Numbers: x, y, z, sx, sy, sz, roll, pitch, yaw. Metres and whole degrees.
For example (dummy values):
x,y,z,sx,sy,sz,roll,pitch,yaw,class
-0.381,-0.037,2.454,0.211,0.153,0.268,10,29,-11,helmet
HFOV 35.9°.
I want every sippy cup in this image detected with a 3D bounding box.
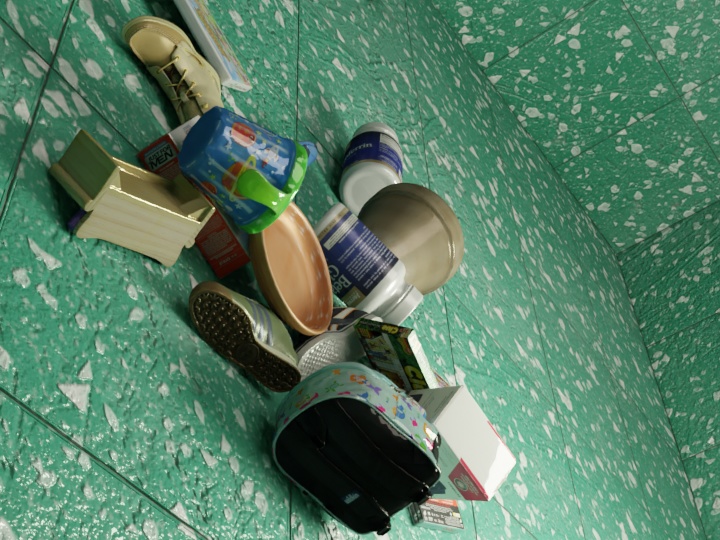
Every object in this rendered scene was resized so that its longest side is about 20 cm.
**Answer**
x,y,z,sx,sy,sz,roll,pitch,yaw,class
-0.159,-0.138,1.429,0.130,0.177,0.141,34,62,-29,sippy cup

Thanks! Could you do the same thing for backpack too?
x,y,z,sx,sy,sz,roll,pitch,yaw,class
-0.010,0.214,1.418,0.200,0.177,0.151,39,25,-23,backpack

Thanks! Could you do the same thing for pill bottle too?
x,y,z,sx,sy,sz,roll,pitch,yaw,class
0.000,0.000,1.735,0.200,0.111,0.111,44,22,-2,pill bottle
0.023,-0.193,2.084,0.116,0.115,0.201,50,23,-25,pill bottle

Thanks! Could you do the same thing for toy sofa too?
x,y,z,sx,sy,sz,roll,pitch,yaw,class
-0.277,-0.083,1.333,0.083,0.098,0.200,44,11,30,toy sofa

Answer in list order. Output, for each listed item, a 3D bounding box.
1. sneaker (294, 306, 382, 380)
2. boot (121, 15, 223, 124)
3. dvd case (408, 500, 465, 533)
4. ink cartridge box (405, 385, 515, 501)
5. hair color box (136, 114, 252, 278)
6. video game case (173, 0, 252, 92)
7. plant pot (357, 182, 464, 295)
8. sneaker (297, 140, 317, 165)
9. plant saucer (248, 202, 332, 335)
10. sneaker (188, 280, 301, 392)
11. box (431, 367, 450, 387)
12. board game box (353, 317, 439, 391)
x,y,z,sx,sy,sz,roll,pitch,yaw,class
-0.054,0.107,1.598,0.199,0.079,0.079,-22,124,-52,sneaker
-0.255,-0.259,1.588,0.200,0.072,0.156,43,22,-52,boot
0.097,0.311,1.751,0.146,0.022,0.202,28,40,-55,dvd case
0.098,0.247,1.579,0.084,0.199,0.145,-47,109,-33,ink cartridge box
-0.208,-0.102,1.517,0.201,0.064,0.111,59,22,-11,hair color box
-0.245,-0.382,1.781,0.201,0.022,0.182,61,7,-2,video game case
0.050,-0.028,1.878,0.201,0.199,0.173,59,39,-4,plant pot
-0.121,-0.169,1.809,0.200,0.065,0.079,-16,89,-68,sneaker
-0.099,-0.005,1.531,0.201,0.037,0.201,54,25,-40,plant saucer
-0.151,0.070,1.438,0.200,0.067,0.090,48,17,-32,sneaker
0.078,0.155,1.765,0.137,0.039,0.200,37,5,-46,box
0.066,0.156,1.606,0.023,0.104,0.201,-50,130,-33,board game box
